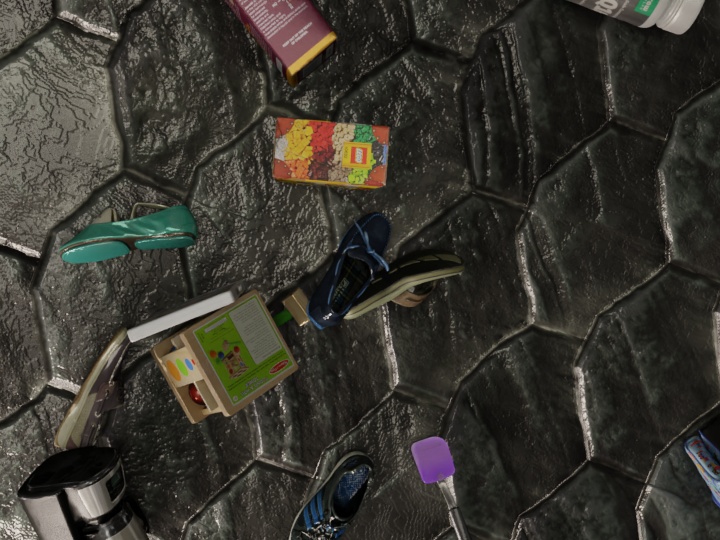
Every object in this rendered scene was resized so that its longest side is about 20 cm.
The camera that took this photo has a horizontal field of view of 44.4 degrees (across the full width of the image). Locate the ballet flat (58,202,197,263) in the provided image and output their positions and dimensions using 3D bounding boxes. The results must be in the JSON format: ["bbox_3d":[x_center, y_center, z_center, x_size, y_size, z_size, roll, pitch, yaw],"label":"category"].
[{"bbox_3d":[-0.334,-0.059,1.273,0.197,0.067,0.071,-9,70,-3],"label":"ballet flat"}]

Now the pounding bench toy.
[{"bbox_3d":[-0.169,0.107,1.253,0.199,0.155,0.125,-33,95,-33],"label":"pounding bench toy"}]

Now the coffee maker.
[{"bbox_3d":[-0.396,0.366,1.233,0.190,0.135,0.203,-19,107,-7],"label":"coffee maker"}]

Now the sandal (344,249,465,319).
[{"bbox_3d":[0.060,0.026,1.298,0.199,0.080,0.058,-24,117,2],"label":"sandal"}]

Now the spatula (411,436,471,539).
[{"bbox_3d":[0.136,0.349,1.339,0.056,0.021,0.202,-21,97,10],"label":"spatula"}]

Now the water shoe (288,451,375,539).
[{"bbox_3d":[-0.047,0.359,1.300,0.071,0.079,0.202,29,91,-5],"label":"water shoe"}]

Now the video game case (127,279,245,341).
[{"bbox_3d":[-0.232,0.052,1.209,0.141,0.200,0.018,-22,94,-2],"label":"video game case"}]

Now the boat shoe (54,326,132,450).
[{"bbox_3d":[-0.371,0.177,1.276,0.064,0.072,0.202,29,95,-10],"label":"boat shoe"}]

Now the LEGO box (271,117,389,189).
[{"bbox_3d":[-0.043,-0.156,1.209,0.146,0.200,0.078,4,94,-4],"label":"LEGO box"}]

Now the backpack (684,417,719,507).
[{"bbox_3d":[0.594,0.324,1.297,0.134,0.183,0.201,-32,107,7],"label":"backpack"}]

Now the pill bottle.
[{"bbox_3d":[0.387,-0.418,1.265,0.197,0.113,0.115,18,92,-4],"label":"pill bottle"}]

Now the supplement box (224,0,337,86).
[{"bbox_3d":[-0.125,-0.369,1.237,0.085,0.110,0.201,-38,95,-1],"label":"supplement box"}]

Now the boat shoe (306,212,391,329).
[{"bbox_3d":[0.000,0.000,1.252,0.084,0.068,0.202,35,62,-20],"label":"boat shoe"}]
